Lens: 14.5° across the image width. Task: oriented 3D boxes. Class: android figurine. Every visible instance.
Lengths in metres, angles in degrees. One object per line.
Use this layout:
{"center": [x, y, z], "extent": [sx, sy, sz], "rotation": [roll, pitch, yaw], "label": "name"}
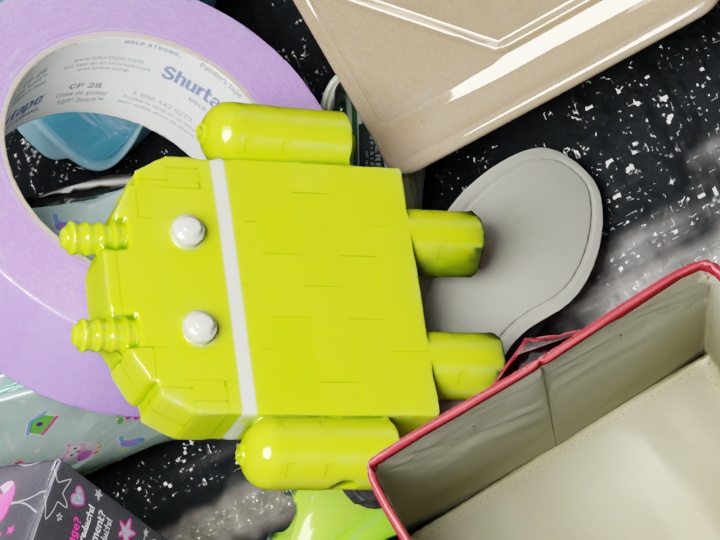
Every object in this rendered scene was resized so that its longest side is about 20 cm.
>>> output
{"center": [-0.035, 0.011, 1.239], "extent": [0.199, 0.041, 0.183], "rotation": [4, 63, -23], "label": "android figurine"}

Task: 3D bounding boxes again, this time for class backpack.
{"center": [-0.167, 0.038, 1.380], "extent": [0.199, 0.167, 0.127], "rotation": [-19, 70, -1], "label": "backpack"}

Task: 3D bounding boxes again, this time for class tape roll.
{"center": [-0.108, -0.035, 1.305], "extent": [0.199, 0.066, 0.201], "rotation": [12, 54, -17], "label": "tape roll"}

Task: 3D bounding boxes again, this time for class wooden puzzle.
{"center": [0.046, -0.171, 1.311], "extent": [0.184, 0.037, 0.201], "rotation": [-28, 93, 19], "label": "wooden puzzle"}

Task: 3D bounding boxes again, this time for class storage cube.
{"center": [0.123, 0.128, 1.208], "extent": [0.171, 0.180, 0.200], "rotation": [-31, 72, -3], "label": "storage cube"}

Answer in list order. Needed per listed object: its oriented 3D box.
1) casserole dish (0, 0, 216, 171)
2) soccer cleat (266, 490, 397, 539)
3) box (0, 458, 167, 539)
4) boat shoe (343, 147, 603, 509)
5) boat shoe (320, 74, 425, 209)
{"center": [-0.122, -0.144, 1.421], "extent": [0.121, 0.039, 0.200], "rotation": [44, 126, 23], "label": "casserole dish"}
{"center": [-0.028, 0.189, 1.337], "extent": [0.081, 0.068, 0.201], "rotation": [23, 91, 0], "label": "soccer cleat"}
{"center": [-0.193, 0.174, 1.324], "extent": [0.199, 0.115, 0.133], "rotation": [-9, 53, 38], "label": "box"}
{"center": [0.049, 0.028, 1.325], "extent": [0.074, 0.060, 0.200], "rotation": [31, 59, -4], "label": "boat shoe"}
{"center": [0.000, 0.000, 1.368], "extent": [0.072, 0.062, 0.201], "rotation": [-9, 75, 18], "label": "boat shoe"}
